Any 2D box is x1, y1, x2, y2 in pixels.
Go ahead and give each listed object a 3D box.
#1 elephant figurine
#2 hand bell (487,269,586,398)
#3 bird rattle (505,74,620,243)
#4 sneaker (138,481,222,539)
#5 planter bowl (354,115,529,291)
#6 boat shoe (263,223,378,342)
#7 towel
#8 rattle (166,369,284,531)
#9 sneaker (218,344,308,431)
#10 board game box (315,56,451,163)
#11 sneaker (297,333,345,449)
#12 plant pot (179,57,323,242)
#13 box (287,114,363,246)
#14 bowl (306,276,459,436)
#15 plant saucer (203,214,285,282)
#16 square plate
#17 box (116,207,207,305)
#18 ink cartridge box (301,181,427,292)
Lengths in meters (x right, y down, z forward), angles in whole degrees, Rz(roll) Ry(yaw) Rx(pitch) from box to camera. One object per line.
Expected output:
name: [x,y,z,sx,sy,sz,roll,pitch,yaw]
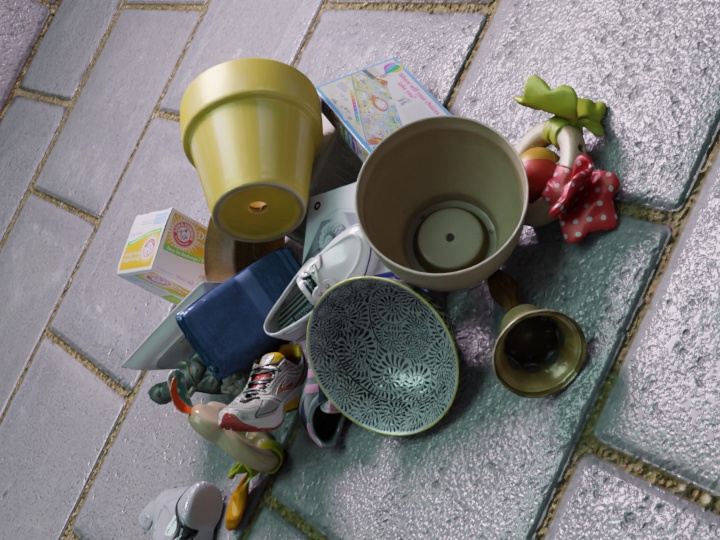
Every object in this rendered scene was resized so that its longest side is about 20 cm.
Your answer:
elephant figurine: [-0.192,0.130,1.708,0.200,0.154,0.143,-48,16,56]
hand bell: [0.174,0.048,1.350,0.105,0.104,0.201,-51,22,14]
bird rattle: [0.230,-0.115,1.397,0.163,0.111,0.203,-36,52,50]
sneaker: [-0.269,0.393,1.688,0.114,0.075,0.202,-8,55,51]
planter bowl: [0.100,-0.058,1.399,0.197,0.135,0.203,-4,65,9]
boat shoe: [-0.049,0.023,1.507,0.074,0.066,0.201,50,120,25]
towel: [-0.146,0.056,1.614,0.199,0.112,0.048,-34,-3,-34]
rattle: [-0.212,0.238,1.603,0.143,0.199,0.131,-45,38,21]
sneaker: [-0.129,0.153,1.562,0.077,0.200,0.084,0,106,22]
board game box: [0.036,-0.214,1.653,0.133,0.035,0.201,-23,44,-14]
sneaker: [-0.033,0.133,1.511,0.082,0.069,0.203,-120,31,-53]
plant pot: [-0.144,-0.152,1.632,0.200,0.199,0.191,-36,46,33]
box: [-0.050,-0.134,1.757,0.077,0.094,0.202,19,81,56]
bowl: [0.042,0.085,1.434,0.200,0.202,0.094,-35,3,34]
plant saucer: [-0.162,-0.038,1.771,0.035,0.200,0.203,10,72,27]
square plate: [-0.221,0.090,1.754,0.200,0.197,0.029,-44,65,25]
box: [-0.254,-0.003,1.837,0.112,0.199,0.103,-8,60,50]
ink cartridge box: [0.005,-0.021,1.545,0.198,0.040,0.203,-16,62,38]
